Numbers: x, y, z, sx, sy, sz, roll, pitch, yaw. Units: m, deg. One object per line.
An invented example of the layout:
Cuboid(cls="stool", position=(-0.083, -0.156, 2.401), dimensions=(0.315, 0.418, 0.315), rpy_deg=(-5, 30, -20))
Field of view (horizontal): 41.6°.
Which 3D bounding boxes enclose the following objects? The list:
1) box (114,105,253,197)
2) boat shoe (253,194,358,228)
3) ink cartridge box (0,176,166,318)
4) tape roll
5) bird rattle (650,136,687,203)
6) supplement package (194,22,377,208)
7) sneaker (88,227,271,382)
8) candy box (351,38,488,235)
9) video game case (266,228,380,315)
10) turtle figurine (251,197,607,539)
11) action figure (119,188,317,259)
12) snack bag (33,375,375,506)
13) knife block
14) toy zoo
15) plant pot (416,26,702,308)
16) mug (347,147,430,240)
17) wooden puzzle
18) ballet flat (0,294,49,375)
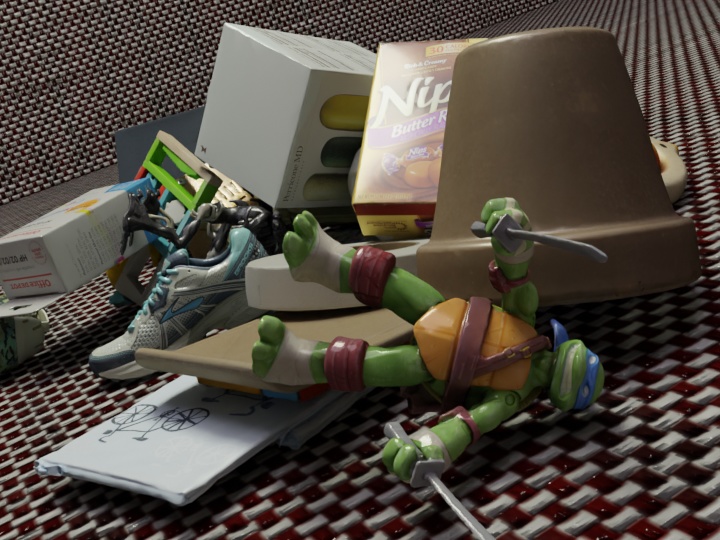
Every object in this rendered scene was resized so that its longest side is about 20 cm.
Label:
Cuboid(cls="box", position=(-0.209, -0.145, 1.347), dimensions=(0.193, 0.120, 0.199), rpy_deg=(-11, -8, 20))
Cuboid(cls="boat shoe", position=(-0.032, -0.091, 1.170), dimensions=(0.197, 0.064, 0.073), rpy_deg=(-10, 13, -8))
Cuboid(cls="ink cartridge box", position=(-0.316, -0.026, 1.018), dimensions=(0.114, 0.069, 0.200), rpy_deg=(-7, 22, 38))
Cuboid(cls="tape roll", position=(0.000, 0.000, 0.818), dimensions=(0.198, 0.038, 0.203), rpy_deg=(-6, 6, 1))
Cuboid(cls="bird rattle", position=(0.226, -0.107, 0.887), dimensions=(0.160, 0.115, 0.200), rpy_deg=(15, 24, 10))
Cuboid(cls="supplement package", position=(-0.051, -0.169, 1.059), dimensions=(0.150, 0.154, 0.198), rpy_deg=(33, 25, 35))
Cuboid(cls="sneaker", position=(-0.171, 0.028, 0.888), dimensions=(0.198, 0.087, 0.078), rpy_deg=(-30, 19, -8))
Cuboid(cls="candy box", position=(0.064, -0.132, 0.917), dimensions=(0.114, 0.057, 0.203), rpy_deg=(0, 57, 14))
Cuboid(cls="video game case", position=(-0.084, 0.001, 1.032), dimensions=(0.141, 0.018, 0.199), rpy_deg=(-2, 23, 43))
Cuboid(cls="turtle figurine", position=(0.036, 0.031, 0.511), dimensions=(0.190, 0.147, 0.200), rpy_deg=(12, 19, 17))
Cuboid(cls="action figure", position=(-0.148, -0.029, 0.998), dimensions=(0.196, 0.104, 0.119), rpy_deg=(8, 4, -9))
Cuboid(cls="snack bag", position=(-0.107, 0.109, 0.681), dimensions=(0.186, 0.022, 0.199), rpy_deg=(-2, 19, 42))
Cuboid(cls="knife block", position=(-0.174, -0.037, 1.178), dimensions=(0.064, 0.177, 0.200), rpy_deg=(-32, 59, -26))
Cuboid(cls="toy zoo", position=(-0.245, -0.047, 1.107), dimensions=(0.020, 0.202, 0.131), rpy_deg=(20, 14, -48))
Cuboid(cls="plant pot", position=(0.132, -0.072, 0.668), dimensions=(0.196, 0.178, 0.200), rpy_deg=(-5, 3, 0))
Cuboid(cls="mug", position=(0.076, -0.104, 0.993), dimensions=(0.152, 0.151, 0.186), rpy_deg=(-31, 13, -18))
Cuboid(cls="wooden puzzle", position=(-0.041, 0.056, 0.703), dimensions=(0.198, 0.038, 0.183), rpy_deg=(-14, 9, -40))
Cuboid(cls="ballet flat", position=(-0.384, 0.066, 1.062), dimensions=(0.073, 0.075, 0.200), rpy_deg=(-20, 19, -9))
